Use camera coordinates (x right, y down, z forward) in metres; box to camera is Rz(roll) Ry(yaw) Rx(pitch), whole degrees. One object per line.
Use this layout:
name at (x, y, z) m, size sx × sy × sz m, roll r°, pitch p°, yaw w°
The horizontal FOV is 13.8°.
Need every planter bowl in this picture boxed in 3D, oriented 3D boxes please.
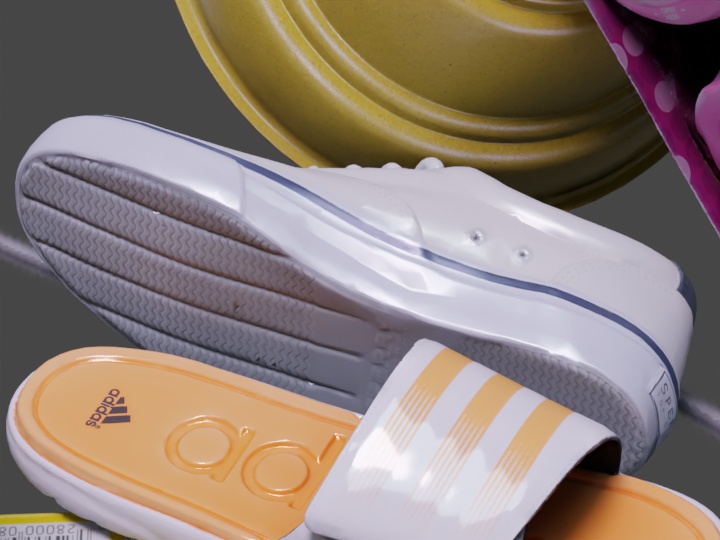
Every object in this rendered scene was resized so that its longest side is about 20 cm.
planter bowl at (0.044, -0.117, 0.878) m, size 0.199 × 0.083 × 0.202 m, roll 1°, pitch 86°, yaw -15°

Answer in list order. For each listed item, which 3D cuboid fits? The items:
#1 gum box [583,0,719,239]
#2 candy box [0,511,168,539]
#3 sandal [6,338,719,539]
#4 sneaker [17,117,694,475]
gum box at (0.143, -0.062, 0.837) m, size 0.066 × 0.201 × 0.113 m, roll -7°, pitch 30°, yaw 52°
candy box at (-0.038, 0.107, 0.785) m, size 0.199 × 0.026 × 0.103 m, roll -2°, pitch 47°, yaw -1°
sandal at (-0.004, 0.050, 0.781) m, size 0.206 × 0.059 × 0.079 m, roll 15°, pitch 45°, yaw 17°
sneaker at (0.000, 0.000, 0.853) m, size 0.199 × 0.073 × 0.071 m, roll 23°, pitch 42°, yaw 9°
